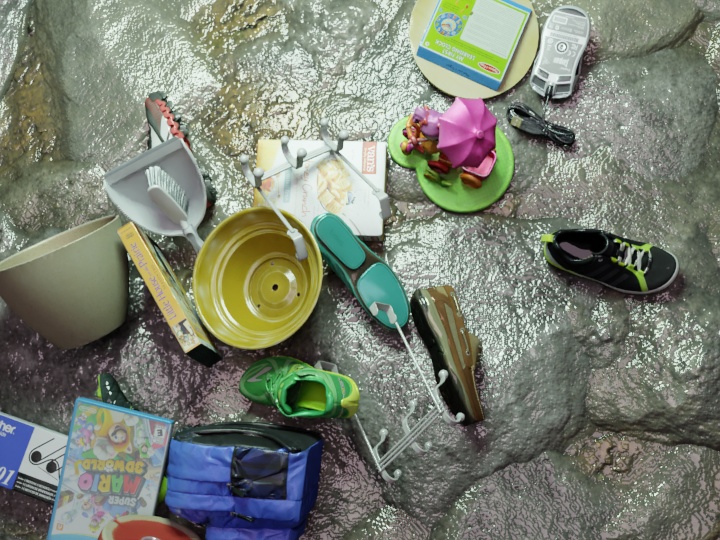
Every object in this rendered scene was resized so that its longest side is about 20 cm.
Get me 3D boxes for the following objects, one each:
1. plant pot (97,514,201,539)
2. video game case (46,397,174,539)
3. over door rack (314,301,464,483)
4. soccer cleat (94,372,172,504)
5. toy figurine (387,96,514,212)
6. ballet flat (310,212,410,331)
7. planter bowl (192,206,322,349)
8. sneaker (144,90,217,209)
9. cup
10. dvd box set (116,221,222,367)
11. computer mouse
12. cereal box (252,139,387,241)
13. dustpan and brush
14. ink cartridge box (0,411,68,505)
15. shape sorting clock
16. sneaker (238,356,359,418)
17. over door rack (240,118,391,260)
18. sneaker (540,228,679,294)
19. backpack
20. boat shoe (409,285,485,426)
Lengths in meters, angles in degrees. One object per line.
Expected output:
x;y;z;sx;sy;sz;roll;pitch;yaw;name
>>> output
-0.284;0.427;1.199;0.197;0.200;0.181;18;98;9;plant pot
-0.346;0.291;1.294;0.140;0.018;0.204;12;91;5;video game case
0.043;0.164;1.284;0.148;0.066;0.201;-47;63;27;over door rack
-0.316;0.234;1.338;0.080;0.068;0.203;-23;83;-9;soccer cleat
0.124;-0.189;1.314;0.197;0.184;0.152;25;82;11;toy figurine
0.000;0.000;1.341;0.067;0.070;0.201;-40;96;-8;ballet flat
-0.135;0.018;1.342;0.196;0.083;0.205;-4;76;16;planter bowl
-0.294;-0.174;1.412;0.097;0.071;0.203;-25;78;-2;sneaker
-0.410;0.026;1.337;0.197;0.200;0.145;-21;103;1;cup
-0.268;0.038;1.328;0.029;0.146;0.202;-31;76;-4;dvd box set
0.292;-0.292;1.393;0.108;0.044;0.203;18;86;14;computer mouse
-0.059;-0.120;1.392;0.196;0.040;0.147;1;78;6;cereal box
-0.261;-0.081;1.351;0.138;0.201;0.058;-24;44;13;dustpan and brush
-0.468;0.275;1.350;0.197;0.044;0.096;18;80;9;ink cartridge box
0.171;-0.358;1.418;0.196;0.039;0.204;0;81;-2;shape sorting clock
-0.095;0.160;1.294;0.197;0.083;0.076;3;88;34;sneaker
-0.065;-0.126;1.289;0.146;0.067;0.201;-25;51;-14;over door rack
0.348;-0.015;1.306;0.196;0.083;0.073;10;80;8;sneaker
-0.163;0.288;1.257;0.196;0.163;0.171;7;82;6;backpack
0.136;0.112;1.308;0.073;0.076;0.203;-18;82;-17;boat shoe
